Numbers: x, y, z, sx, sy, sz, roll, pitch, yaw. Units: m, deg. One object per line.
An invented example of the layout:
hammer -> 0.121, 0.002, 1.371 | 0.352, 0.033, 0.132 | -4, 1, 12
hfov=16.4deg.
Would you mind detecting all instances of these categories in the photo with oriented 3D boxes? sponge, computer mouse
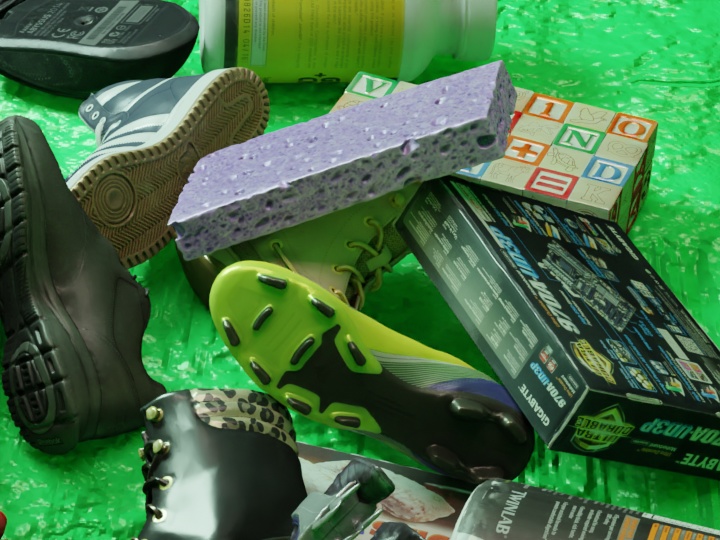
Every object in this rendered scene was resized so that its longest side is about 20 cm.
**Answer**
sponge -> -0.009, -0.067, 1.463 | 0.200, 0.030, 0.112 | -18, 20, 14
computer mouse -> -0.199, -0.153, 1.716 | 0.200, 0.053, 0.139 | 9, 33, 25

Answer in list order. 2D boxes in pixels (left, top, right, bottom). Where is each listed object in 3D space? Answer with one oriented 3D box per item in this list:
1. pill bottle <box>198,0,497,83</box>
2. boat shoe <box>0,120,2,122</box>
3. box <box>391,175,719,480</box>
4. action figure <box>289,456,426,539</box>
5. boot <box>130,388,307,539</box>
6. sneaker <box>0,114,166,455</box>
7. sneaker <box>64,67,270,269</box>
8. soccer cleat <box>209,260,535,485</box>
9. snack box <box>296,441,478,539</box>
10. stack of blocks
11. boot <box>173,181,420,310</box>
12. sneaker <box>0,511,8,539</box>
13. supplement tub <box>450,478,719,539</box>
pill bottle -> -0.010, -0.185, 1.719 | 0.200, 0.112, 0.112 | 0, 36, -6
boat shoe -> -0.231, -0.011, 1.499 | 0.074, 0.076, 0.200 | 12, 44, 2
box -> 0.128, 0.032, 1.421 | 0.159, 0.046, 0.200 | 13, 30, -40
action figure -> -0.057, 0.176, 1.179 | 0.200, 0.130, 0.069 | -41, 20, -13
boot -> -0.108, 0.138, 1.273 | 0.203, 0.074, 0.154 | -2, 49, -19
sneaker -> -0.169, 0.007, 1.427 | 0.091, 0.076, 0.200 | -5, 75, -40
sneaker -> -0.153, -0.059, 1.551 | 0.108, 0.070, 0.200 | 1, 34, 43
soccer cleat -> 0.003, 0.056, 1.353 | 0.200, 0.065, 0.084 | 29, 8, -12
snack box -> -0.011, 0.131, 1.356 | 0.200, 0.024, 0.072 | 12, 38, 10
stack of blocks -> 0.080, -0.068, 1.611 | 0.200, 0.059, 0.115 | 15, 37, 15
boot -> 0.000, 0.000, 1.477 | 0.155, 0.073, 0.200 | -30, 40, -19
sneaker -> -0.210, 0.131, 1.218 | 0.116, 0.078, 0.200 | -33, 12, -37
supplement tub -> 0.140, 0.181, 1.218 | 0.200, 0.123, 0.123 | 13, 37, 12
